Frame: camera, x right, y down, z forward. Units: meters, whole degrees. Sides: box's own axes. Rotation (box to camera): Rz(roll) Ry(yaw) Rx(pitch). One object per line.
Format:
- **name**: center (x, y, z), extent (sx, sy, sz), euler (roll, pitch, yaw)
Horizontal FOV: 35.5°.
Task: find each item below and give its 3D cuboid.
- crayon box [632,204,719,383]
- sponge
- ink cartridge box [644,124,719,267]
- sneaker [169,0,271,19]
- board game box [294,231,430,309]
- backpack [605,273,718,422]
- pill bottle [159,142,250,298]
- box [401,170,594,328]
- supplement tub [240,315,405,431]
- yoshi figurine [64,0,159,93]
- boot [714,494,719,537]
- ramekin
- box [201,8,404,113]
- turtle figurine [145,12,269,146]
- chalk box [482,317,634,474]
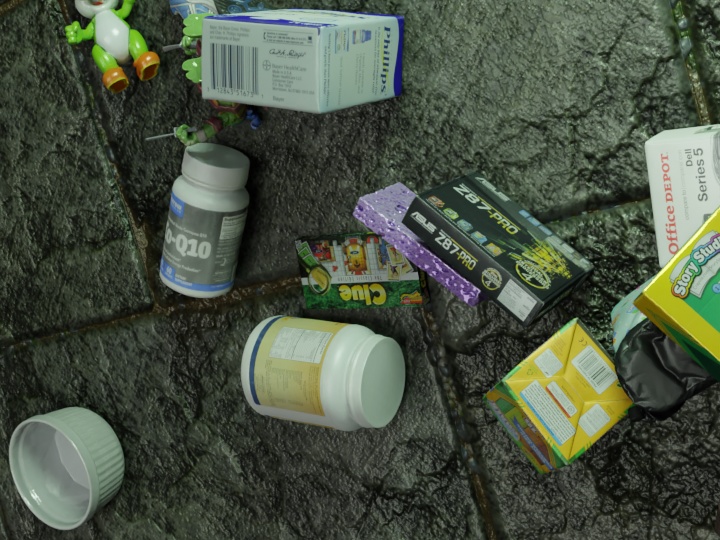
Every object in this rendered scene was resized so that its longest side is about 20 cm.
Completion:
- **crayon box**: center (0.402, 0.014, 1.114), extent (0.172, 0.058, 0.200), euler (43, 82, 14)
- **sponge**: center (0.093, -0.036, 1.434), extent (0.199, 0.111, 0.030), euler (38, 119, 18)
- **ink cartridge box**: center (0.421, -0.085, 1.221), extent (0.198, 0.084, 0.148), euler (-3, 103, 33)
- **sneaker**: center (-0.190, -0.353, 1.558), extent (0.199, 0.075, 0.078), euler (40, 139, 21)
- **board game box**: center (0.000, 0.000, 1.562), extent (0.198, 0.023, 0.106), euler (-4, 104, 34)
- **backpack**: center (0.353, 0.070, 1.248), extent (0.165, 0.200, 0.128), euler (-26, 92, 15)
- **pill bottle**: center (-0.223, -0.073, 1.629), extent (0.113, 0.113, 0.202), euler (25, 116, 24)
- **box**: center (0.167, -0.030, 1.358), extent (0.200, 0.161, 0.049), euler (41, 121, 17)
- **supplement tub**: center (-0.051, 0.143, 1.563), extent (0.198, 0.144, 0.147), euler (5, 107, 31)
- **yoshi figurine**: center (-0.371, -0.371, 1.639), extent (0.111, 0.112, 0.202), euler (-31, 81, 36)
- **boot**: center (0.505, 0.286, 1.291), extent (0.199, 0.070, 0.148), euler (32, 117, 21)
- **ramekin**: center (-0.497, 0.332, 1.936), extent (0.198, 0.105, 0.203), euler (11, 110, 31)
- **box**: center (-0.070, -0.268, 1.416), extent (0.182, 0.199, 0.107), euler (12, 109, 29)
- **turtle figurine**: center (-0.231, -0.254, 1.528), extent (0.198, 0.145, 0.194), euler (28, 161, 9)
- **chalk box**: center (0.235, 0.160, 1.369), extent (0.125, 0.123, 0.200), euler (50, 168, 11)
